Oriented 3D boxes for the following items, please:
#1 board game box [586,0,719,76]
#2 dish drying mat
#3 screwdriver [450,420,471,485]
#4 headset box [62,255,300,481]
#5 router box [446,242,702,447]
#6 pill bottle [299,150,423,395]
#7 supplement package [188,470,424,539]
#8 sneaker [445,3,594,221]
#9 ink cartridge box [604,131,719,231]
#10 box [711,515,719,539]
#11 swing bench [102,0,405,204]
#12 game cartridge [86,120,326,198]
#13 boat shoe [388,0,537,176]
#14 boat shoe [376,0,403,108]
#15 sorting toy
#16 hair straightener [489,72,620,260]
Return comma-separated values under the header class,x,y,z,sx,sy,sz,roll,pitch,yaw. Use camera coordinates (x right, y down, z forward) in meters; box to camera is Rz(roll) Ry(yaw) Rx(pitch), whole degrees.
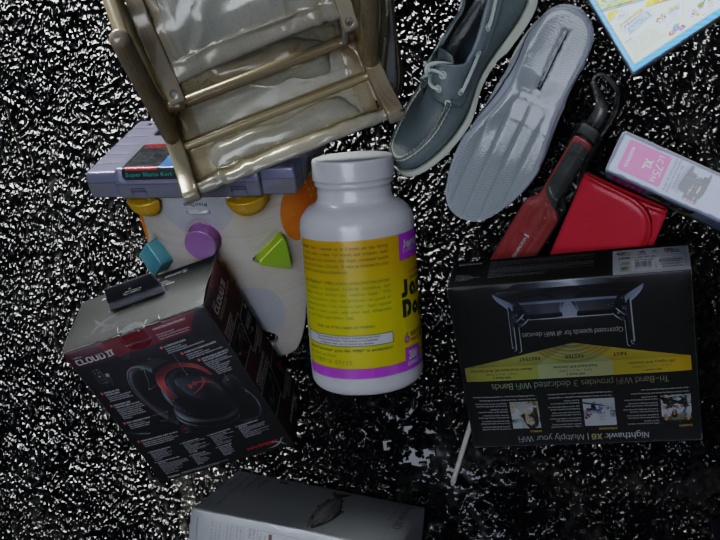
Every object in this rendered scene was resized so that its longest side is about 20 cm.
class,x,y,z,sx,sy,sz,roll,pitch,yaw
board game box,0.278,-0.276,0.867,0.198,0.034,0.136,-32,87,16
dish drying mat,0.190,0.020,0.900,0.076,0.018,0.202,25,120,13
screwdriver,0.111,0.108,0.957,0.027,0.029,0.203,18,100,12
headset box,-0.163,0.087,0.956,0.147,0.076,0.201,-18,124,16
router box,0.182,0.067,0.880,0.197,0.052,0.160,-4,114,16
pill bottle,0.000,0.000,0.925,0.102,0.104,0.204,-1,104,15
supplement package,-0.050,0.275,0.972,0.197,0.117,0.119,8,98,14
sneaker,0.141,-0.133,0.902,0.072,0.071,0.202,32,109,2
ink cartridge box,0.294,-0.052,0.842,0.198,0.119,0.043,24,97,11
box,0.426,0.234,0.838,0.200,0.117,0.197,46,105,5
swing bench,-0.085,-0.184,0.813,0.196,0.201,0.131,-21,59,-4
game cartridge,-0.136,-0.106,0.950,0.196,0.130,0.039,0,115,15
boat shoe,0.076,-0.178,0.906,0.201,0.061,0.073,-56,45,9
boat shoe,-0.006,-0.247,0.930,0.074,0.068,0.203,-15,92,16
sorting toy,-0.126,-0.003,0.989,0.196,0.107,0.183,-1,115,15
hair straightener,0.169,-0.081,0.894,0.041,0.077,0.202,29,123,13
